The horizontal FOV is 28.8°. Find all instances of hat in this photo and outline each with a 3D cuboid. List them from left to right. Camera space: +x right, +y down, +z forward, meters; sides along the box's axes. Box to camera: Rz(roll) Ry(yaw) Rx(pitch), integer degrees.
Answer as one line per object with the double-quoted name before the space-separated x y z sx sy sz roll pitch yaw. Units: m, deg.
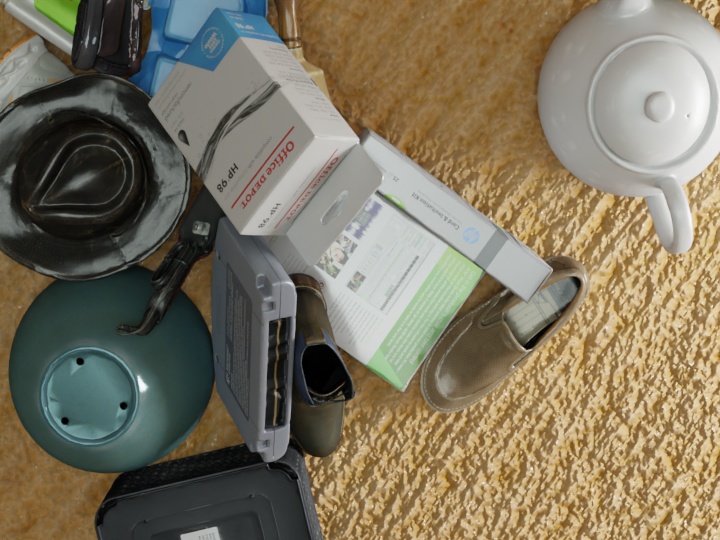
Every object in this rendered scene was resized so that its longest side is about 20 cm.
"hat" -0.250 -0.076 1.249 0.197 0.081 0.204 -1 102 -6

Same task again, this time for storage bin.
"storage bin" -0.141 0.252 1.345 0.197 0.094 0.137 -13 98 1

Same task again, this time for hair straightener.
"hair straightener" -0.161 -0.022 1.265 0.041 0.077 0.201 31 61 4

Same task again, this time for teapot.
"teapot" 0.255 -0.149 1.257 0.198 0.146 0.199 30 101 -9

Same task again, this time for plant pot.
"plant pot" -0.240 0.102 1.302 0.197 0.135 0.203 0 98 0

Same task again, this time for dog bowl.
"dog bowl" -0.151 -0.199 1.303 0.110 0.050 0.203 14 97 -2

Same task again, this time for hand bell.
"hand bell" -0.065 -0.211 1.260 0.102 0.104 0.203 -6 104 1

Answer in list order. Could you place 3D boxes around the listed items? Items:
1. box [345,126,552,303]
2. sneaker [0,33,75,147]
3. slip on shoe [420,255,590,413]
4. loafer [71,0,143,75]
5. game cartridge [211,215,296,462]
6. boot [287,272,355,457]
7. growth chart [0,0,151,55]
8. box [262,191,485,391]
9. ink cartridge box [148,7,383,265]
"box" 0.075 -0.054 1.271 0.199 0.156 0.041 37 96 -6
"sneaker" -0.333 -0.116 1.304 0.092 0.076 0.201 38 97 -10
"slip on shoe" 0.138 0.063 1.335 0.199 0.061 0.076 -37 97 5
"loafer" -0.212 -0.274 1.261 0.062 0.072 0.203 11 89 -23
"game cartridge" -0.100 0.057 1.278 0.040 0.133 0.202 -13 129 -25
"boot" -0.045 0.112 1.297 0.074 0.097 0.202 -14 121 -7
"growth chart" -0.247 -0.297 1.295 0.143 0.018 0.202 25 89 -5
"box" 0.000 0.000 1.339 0.199 0.036 0.145 36 97 -4
"ink cartridge box" -0.082 -0.113 1.198 0.116 0.066 0.201 -49 64 25
